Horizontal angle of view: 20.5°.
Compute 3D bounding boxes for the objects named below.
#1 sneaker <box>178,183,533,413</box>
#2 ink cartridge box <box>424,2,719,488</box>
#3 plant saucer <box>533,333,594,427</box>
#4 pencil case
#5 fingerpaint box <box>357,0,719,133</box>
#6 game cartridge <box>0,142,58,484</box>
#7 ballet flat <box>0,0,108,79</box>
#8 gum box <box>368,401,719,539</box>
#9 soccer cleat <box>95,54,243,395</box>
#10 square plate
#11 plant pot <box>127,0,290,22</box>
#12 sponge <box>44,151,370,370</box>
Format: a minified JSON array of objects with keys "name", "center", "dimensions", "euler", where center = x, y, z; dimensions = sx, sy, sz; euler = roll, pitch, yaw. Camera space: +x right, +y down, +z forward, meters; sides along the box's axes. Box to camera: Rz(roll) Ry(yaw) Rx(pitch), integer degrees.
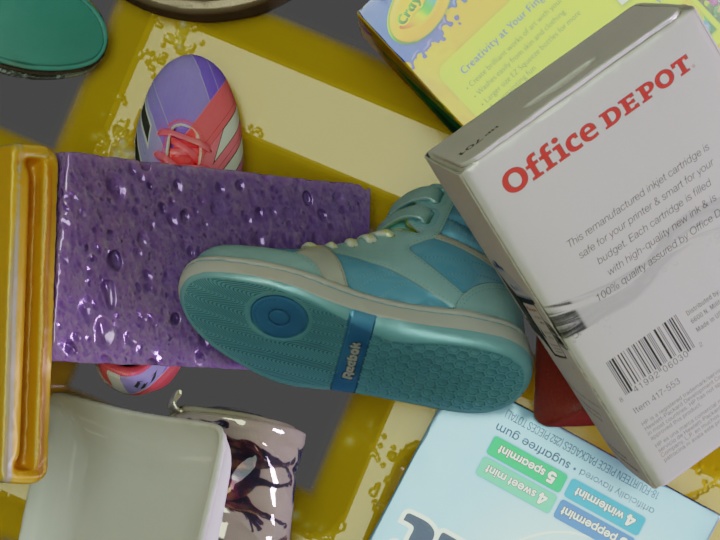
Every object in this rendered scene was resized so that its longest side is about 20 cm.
[{"name":"sneaker","center":[0.000,0.000,1.111],"dimensions":[0.199,0.080,0.131],"euler":[16,47,-11]},{"name":"ink cartridge box","center":[0.149,-0.015,1.024],"dimensions":[0.146,0.086,0.201],"euler":[-34,103,-4]},{"name":"plant saucer","center":[0.199,-0.009,1.098],"dimensions":[0.198,0.037,0.201],"euler":[0,100,-10]},{"name":"pencil case","center":[-0.086,0.172,1.121],"dimensions":[0.089,0.078,0.202],"euler":[10,86,-24]},{"name":"fingerpaint box","center":[0.125,-0.149,1.140],"dimensions":[0.200,0.073,0.167],"euler":[-43,85,-1]},{"name":"game cartridge","center":[-0.233,0.027,1.103],"dimensions":[0.032,0.199,0.178],"euler":[5,85,-38]},{"name":"ballet flat","center":[-0.246,-0.155,1.157],"dimensions":[0.199,0.072,0.073],"euler":[10,85,-29]},{"name":"gum box","center":[0.082,0.186,1.129],"dimensions":[0.169,0.045,0.201],"euler":[28,86,5]},{"name":"soccer cleat","center":[-0.112,-0.028,1.141],"dimensions":[0.066,0.076,0.202],"euler":[12,86,4]},{"name":"square plate","center":[-0.136,0.176,1.093],"dimensions":[0.028,0.198,0.202],"euler":[14,85,-35]},{"name":"plant pot","center":[-0.093,-0.251,1.152],"dimensions":[0.199,0.093,0.203],"euler":[0,86,4]},{"name":"sponge","center":[-0.085,-0.001,1.107],"dimensions":[0.199,0.030,0.113],"euler":[5,86,-35]}]
